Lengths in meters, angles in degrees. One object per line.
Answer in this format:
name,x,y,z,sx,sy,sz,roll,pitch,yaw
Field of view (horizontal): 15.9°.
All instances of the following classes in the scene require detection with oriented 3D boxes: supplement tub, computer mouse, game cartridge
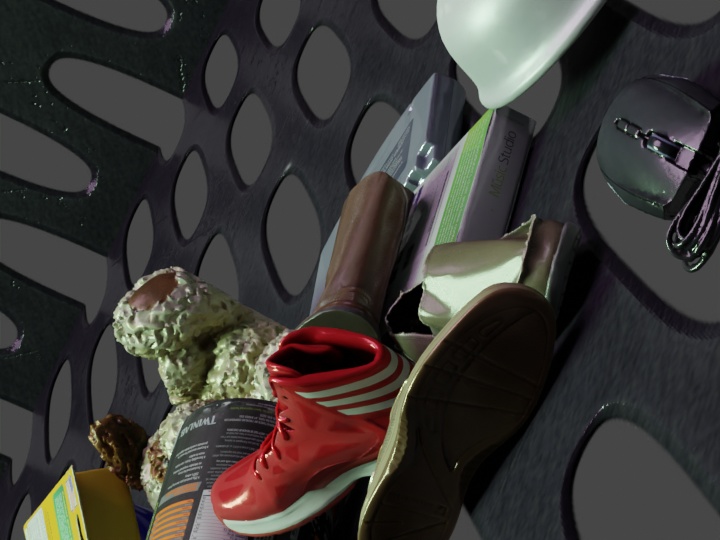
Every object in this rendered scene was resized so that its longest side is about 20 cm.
supplement tub,-0.086,0.195,1.732,0.123,0.122,0.200,-52,18,49
computer mouse,0.171,-0.091,1.358,0.200,0.046,0.141,-107,42,-73
game cartridge,0.022,-0.048,1.960,0.200,0.041,0.133,-57,18,35

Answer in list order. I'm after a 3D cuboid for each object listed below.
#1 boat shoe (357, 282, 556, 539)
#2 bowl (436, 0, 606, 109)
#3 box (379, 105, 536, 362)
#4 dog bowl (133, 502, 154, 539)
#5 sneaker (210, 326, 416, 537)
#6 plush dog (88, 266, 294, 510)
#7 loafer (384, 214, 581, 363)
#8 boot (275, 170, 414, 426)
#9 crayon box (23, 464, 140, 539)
boat shoe,0.050,0.081,1.491,0.065,0.071,0.200,-89,25,-61
bowl,0.108,-0.213,1.699,0.201,0.090,0.201,-52,11,15
box,0.050,-0.009,1.763,0.200,0.036,0.145,-49,20,58
dog bowl,-0.218,0.297,2.216,0.200,0.079,0.200,-60,13,23
sneaker,-0.040,0.090,1.611,0.200,0.116,0.078,-28,33,30
plush dog,-0.099,0.116,1.914,0.172,0.200,0.160,-61,-27,-4
loafer,0.068,0.018,1.538,0.200,0.070,0.075,-45,23,59
boot,0.000,0.000,1.704,0.186,0.064,0.200,117,174,-58
crayon box,-0.205,0.229,1.978,0.200,0.051,0.126,132,127,-65
